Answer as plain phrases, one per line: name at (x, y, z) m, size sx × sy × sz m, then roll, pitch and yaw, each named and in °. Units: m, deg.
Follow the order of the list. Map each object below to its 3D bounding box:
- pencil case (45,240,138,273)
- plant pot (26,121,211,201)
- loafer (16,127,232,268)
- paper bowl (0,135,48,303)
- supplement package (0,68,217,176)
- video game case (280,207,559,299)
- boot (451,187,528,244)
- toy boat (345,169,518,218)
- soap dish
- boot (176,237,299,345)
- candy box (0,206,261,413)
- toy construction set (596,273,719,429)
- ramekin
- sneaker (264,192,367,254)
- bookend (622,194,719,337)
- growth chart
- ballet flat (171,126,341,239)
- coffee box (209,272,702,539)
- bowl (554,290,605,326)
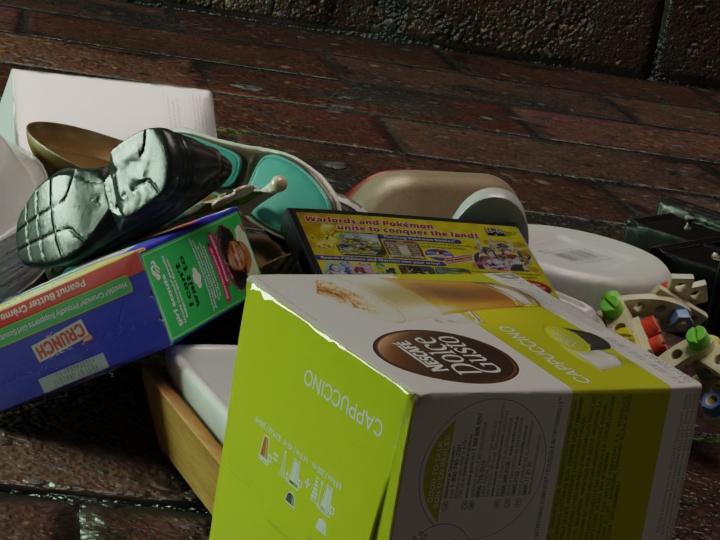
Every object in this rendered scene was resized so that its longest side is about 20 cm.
pencil case at (-0.261, -0.028, 1.678) m, size 0.199 × 0.086 × 0.092 m, roll 17°, pitch 15°, yaw 22°
plant pot at (-0.205, -0.081, 1.682) m, size 0.199 × 0.028 × 0.200 m, roll 23°, pitch 11°, yaw -5°
loafer at (-0.179, -0.045, 1.409) m, size 0.199 × 0.073 × 0.072 m, roll -19°, pitch -17°, yaw 40°
paper bowl at (-0.354, -0.054, 1.561) m, size 0.200 × 0.105 × 0.201 m, roll 0°, pitch 36°, yaw 0°
supplement package at (-0.249, -0.107, 1.833) m, size 0.199 × 0.117 × 0.118 m, roll 5°, pitch 59°, yaw -22°
video game case at (0.057, 0.020, 1.414) m, size 0.199 × 0.026 × 0.181 m, roll 3°, pitch 36°, yaw -23°
boot at (0.098, -0.009, 1.598) m, size 0.073 × 0.201 × 0.096 m, roll 6°, pitch 41°, yaw -3°
toy boat at (0.058, -0.026, 1.869) m, size 0.199 × 0.131 × 0.131 m, roll 2°, pitch -13°, yaw -30°
soap dish at (-0.049, 0.118, 1.291) m, size 0.157 × 0.082 × 0.200 m, roll 3°, pitch 17°, yaw -25°
boot at (-0.083, 0.008, 1.587) m, size 0.174 × 0.066 × 0.200 m, roll -22°, pitch 14°, yaw 7°
candy box at (-0.183, 0.028, 1.401) m, size 0.168 × 0.077 × 0.200 m, roll -21°, pitch 6°, yaw 19°
toy construction set at (0.251, 0.063, 1.592) m, size 0.131 × 0.092 × 0.200 m, roll -27°, pitch 24°, yaw 13°
ramekin at (0.191, 0.027, 1.752) m, size 0.199 × 0.098 × 0.201 m, roll 10°, pitch 16°, yaw -3°
sneaker at (0.000, 0.000, 1.675) m, size 0.200 × 0.076 × 0.088 m, roll 33°, pitch 20°, yaw -5°
bookend at (0.337, -0.003, 1.965) m, size 0.199 × 0.093 × 0.198 m, roll 21°, pitch 19°, yaw 38°
growth chart at (-0.159, -0.035, 1.535) m, size 0.199 × 0.018 × 0.145 m, roll -19°, pitch -1°, yaw -10°
ballet flat at (-0.088, -0.074, 1.649) m, size 0.199 × 0.070 × 0.069 m, roll 23°, pitch 19°, yaw 27°
coffee box at (0.045, 0.125, 1.096) m, size 0.197 × 0.201 × 0.200 m, roll 1°, pitch 17°, yaw -31°
bowl at (0.105, 0.067, 1.462) m, size 0.199 × 0.075 × 0.200 m, roll 21°, pitch 33°, yaw 2°
